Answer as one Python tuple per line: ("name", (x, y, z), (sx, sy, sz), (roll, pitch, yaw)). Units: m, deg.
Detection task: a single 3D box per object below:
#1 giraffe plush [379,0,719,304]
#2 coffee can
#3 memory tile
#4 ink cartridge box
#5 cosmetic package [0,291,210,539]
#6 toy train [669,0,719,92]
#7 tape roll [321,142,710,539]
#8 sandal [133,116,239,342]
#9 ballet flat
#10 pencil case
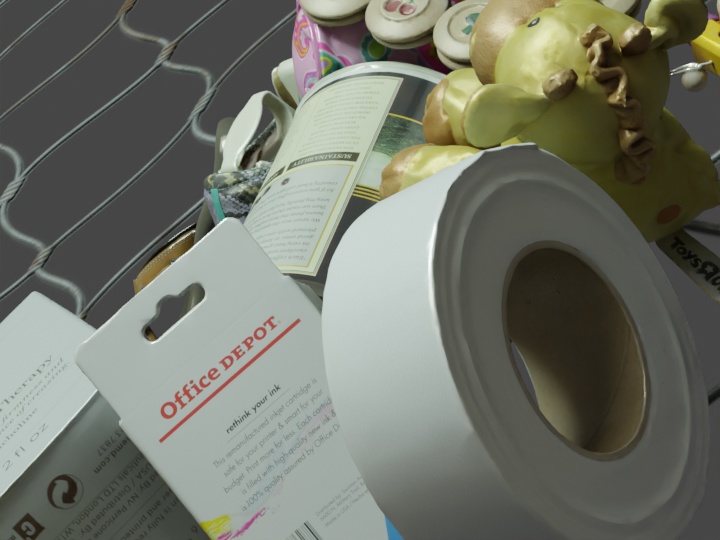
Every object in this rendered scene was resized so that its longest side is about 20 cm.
("giraffe plush", (0.103, -0.075, 1.347), (0.200, 0.162, 0.173), (24, 67, 27))
("coffee can", (0.000, 0.000, 1.512), (0.146, 0.146, 0.200), (-24, 29, 37))
("memory tile", (0.074, -0.175, 1.546), (0.200, 0.017, 0.153), (22, 59, 33))
("ink cartridge box", (-0.037, 0.084, 1.355), (0.115, 0.200, 0.068), (-40, -10, 4))
("cosmetic package", (-0.159, 0.140, 1.503), (0.167, 0.166, 0.200), (-47, 22, -8))
("toy train", (0.187, -0.163, 1.542), (0.150, 0.056, 0.200), (10, 49, 30))
("tape roll", (0.074, 0.046, 1.242), (0.071, 0.202, 0.203), (-25, 29, 38))
("sandal", (-0.115, -0.005, 1.733), (0.082, 0.054, 0.201), (-107, 31, -78))
("ballet flat", (-0.036, -0.092, 1.666), (0.072, 0.072, 0.200), (-19, 24, 43))
("pencil case", (0.059, -0.132, 1.616), (0.199, 0.088, 0.087), (-5, 20, -11))
